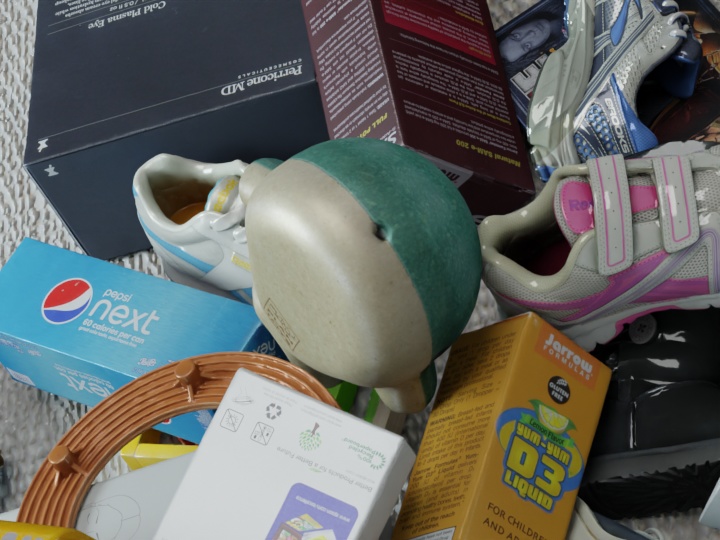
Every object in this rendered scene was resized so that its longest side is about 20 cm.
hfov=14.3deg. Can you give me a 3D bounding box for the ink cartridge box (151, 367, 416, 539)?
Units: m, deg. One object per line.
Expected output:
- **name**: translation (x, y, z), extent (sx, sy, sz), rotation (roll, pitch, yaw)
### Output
- **ink cartridge box**: translation (-0.059, 0.157, 1.417), extent (0.099, 0.039, 0.200), rotation (23, 77, 19)

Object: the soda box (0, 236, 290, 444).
- **soda box**: translation (-0.132, 0.044, 1.671), extent (0.200, 0.064, 0.068), rotation (16, 62, 37)

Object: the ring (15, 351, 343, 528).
- **ring**: translation (-0.096, 0.122, 1.499), extent (0.200, 0.019, 0.201), rotation (-16, 47, 17)

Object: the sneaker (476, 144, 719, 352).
- **sneaker**: translation (0.144, -0.020, 1.480), extent (0.200, 0.088, 0.082), rotation (-27, 53, 21)

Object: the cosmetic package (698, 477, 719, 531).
- **cosmetic package**: translation (0.279, 0.072, 1.427), extent (0.150, 0.052, 0.200), rotation (26, 65, 8)

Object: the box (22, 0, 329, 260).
- **box**: translation (-0.099, -0.125, 1.798), extent (0.199, 0.104, 0.182), rotation (-15, 47, 16)

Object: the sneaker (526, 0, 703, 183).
- **sneaker**: translation (0.161, -0.133, 1.653), extent (0.085, 0.077, 0.201), rotation (6, 64, 20)

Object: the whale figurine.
- **whale figurine**: translation (0.000, 0.000, 1.516), extent (0.104, 0.200, 0.159), rotation (-34, 83, -18)

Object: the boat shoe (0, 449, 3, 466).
- **boat shoe**: translation (-0.249, 0.114, 1.697), extent (0.067, 0.072, 0.200), rotation (-31, 43, 3)

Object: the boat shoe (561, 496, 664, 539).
- **boat shoe**: translation (0.131, 0.161, 1.461), extent (0.200, 0.062, 0.075), rotation (6, 66, 57)

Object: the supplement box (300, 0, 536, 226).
- **supplement box**: translation (0.029, -0.125, 1.698), extent (0.061, 0.109, 0.200), rotation (-39, 49, 35)

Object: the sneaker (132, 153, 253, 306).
- **sneaker**: translation (-0.052, -0.014, 1.668), extent (0.200, 0.081, 0.077), rotation (14, 58, 35)

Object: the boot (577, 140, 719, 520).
- **boot**: translation (0.191, 0.025, 1.527), extent (0.164, 0.066, 0.201), rotation (-6, 59, 24)

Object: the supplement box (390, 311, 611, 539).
- **supplement box**: translation (0.065, 0.123, 1.467), extent (0.069, 0.066, 0.200), rotation (-25, 39, 48)

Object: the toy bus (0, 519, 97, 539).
- **toy bus**: translation (-0.166, 0.169, 1.411), extent (0.200, 0.065, 0.078), rotation (-2, 59, 57)

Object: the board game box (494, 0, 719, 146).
- **board game box**: translation (0.164, -0.103, 1.691), extent (0.135, 0.035, 0.200), rotation (-34, 45, -2)

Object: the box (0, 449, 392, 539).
- **box**: translation (-0.087, 0.190, 1.525), extent (0.199, 0.106, 0.153), rotation (-18, 47, 14)

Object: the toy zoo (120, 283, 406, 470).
- **toy zoo**: translation (-0.059, 0.062, 1.678), extent (0.199, 0.020, 0.131), rotation (0, 53, 28)
